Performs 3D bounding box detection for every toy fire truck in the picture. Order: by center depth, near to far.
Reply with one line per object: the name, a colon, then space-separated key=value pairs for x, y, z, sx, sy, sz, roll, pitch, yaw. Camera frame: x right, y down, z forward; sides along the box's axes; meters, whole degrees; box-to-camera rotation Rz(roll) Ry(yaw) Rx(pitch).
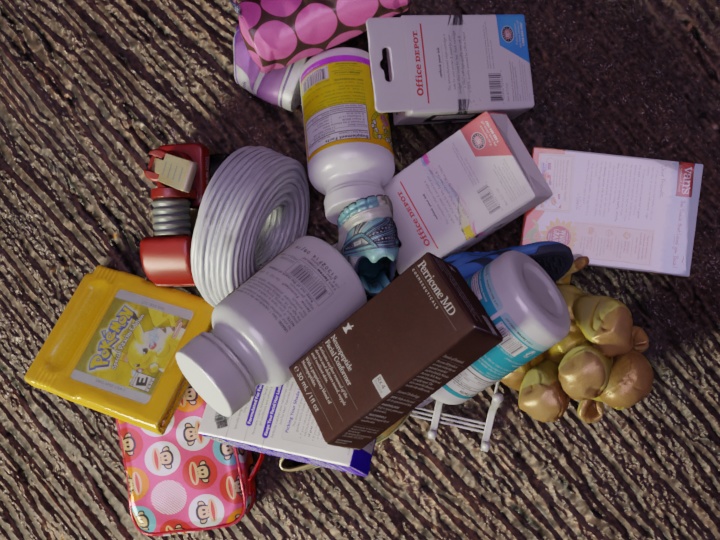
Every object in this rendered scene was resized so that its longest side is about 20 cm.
toy fire truck: x=-0.213 y=-0.070 z=1.042 sx=0.128 sy=0.200 sz=0.176 roll=-1 pitch=88 yaw=14

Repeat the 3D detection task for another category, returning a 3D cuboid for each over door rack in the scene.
over door rack: x=0.107 y=0.110 z=1.071 sx=0.148 sy=0.067 sz=0.200 roll=12 pitch=90 yaw=7

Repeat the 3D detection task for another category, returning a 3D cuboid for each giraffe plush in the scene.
giraffe plush: x=0.264 y=0.103 z=1.006 sx=0.162 sy=0.200 sz=0.173 roll=38 pitch=115 yaw=-25

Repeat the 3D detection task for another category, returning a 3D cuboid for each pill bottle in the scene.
pill bottle: x=0.121 y=0.074 z=0.961 sx=0.200 sy=0.111 sz=0.111 roll=-37 pitch=84 yaw=28
pill bottle: x=-0.098 y=0.062 z=0.962 sx=0.114 sy=0.114 sz=0.200 roll=46 pitch=65 yaw=6
pill bottle: x=-0.015 y=-0.157 z=1.045 sx=0.104 sy=0.104 sz=0.200 roll=-9 pitch=68 yaw=7

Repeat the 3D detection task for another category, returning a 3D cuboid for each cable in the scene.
cable: x=-0.127 y=-0.046 z=1.036 sx=0.069 sy=0.200 sz=0.200 roll=19 pitch=91 yaw=16

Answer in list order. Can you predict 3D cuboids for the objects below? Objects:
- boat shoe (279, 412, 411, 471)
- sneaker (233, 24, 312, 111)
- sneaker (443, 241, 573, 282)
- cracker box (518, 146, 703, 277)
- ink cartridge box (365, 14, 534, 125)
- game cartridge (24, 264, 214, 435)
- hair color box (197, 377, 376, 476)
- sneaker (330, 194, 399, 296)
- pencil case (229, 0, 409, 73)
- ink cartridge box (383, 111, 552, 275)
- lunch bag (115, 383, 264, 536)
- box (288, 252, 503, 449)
boat shoe: x=-0.018 y=0.193 z=1.046 sx=0.200 sy=0.076 sz=0.072 roll=-40 pitch=81 yaw=28
sneaker: x=-0.097 y=-0.315 z=1.105 sx=0.114 sy=0.073 sz=0.201 roll=26 pitch=92 yaw=10
sneaker: x=0.144 y=-0.003 z=1.018 sx=0.200 sy=0.066 sz=0.079 roll=-21 pitch=42 yaw=16
cracker box: x=0.298 y=-0.070 z=1.055 sx=0.200 sy=0.058 sz=0.134 roll=8 pitch=91 yaw=8
ink cartridge box: x=0.098 y=-0.239 z=1.044 sx=0.200 sy=0.068 sz=0.116 roll=-5 pitch=87 yaw=-17
game cartridge: x=-0.293 y=0.092 z=1.091 sx=0.200 sy=0.032 sz=0.176 roll=16 pitch=65 yaw=17
hair color box: x=-0.077 y=0.160 z=1.008 sx=0.200 sy=0.065 sz=0.109 roll=8 pitch=70 yaw=24
sneaker: x=0.000 y=0.000 z=1.022 sx=0.077 sy=0.200 sz=0.086 roll=-11 pitch=63 yaw=-14
pencil case: x=-0.046 y=-0.311 z=1.022 sx=0.200 sy=0.091 sz=0.094 roll=-21 pitch=61 yaw=-1
ink cartridge box: x=0.112 y=-0.087 z=1.052 sx=0.200 sy=0.067 sz=0.117 roll=-33 pitch=80 yaw=29
lunch bag: x=-0.206 y=0.224 z=1.100 sx=0.176 sy=0.082 sz=0.200 roll=-9 pitch=87 yaw=6
box: x=0.033 y=0.086 z=0.894 sx=0.200 sy=0.075 sz=0.100 roll=-40 pitch=58 yaw=15
